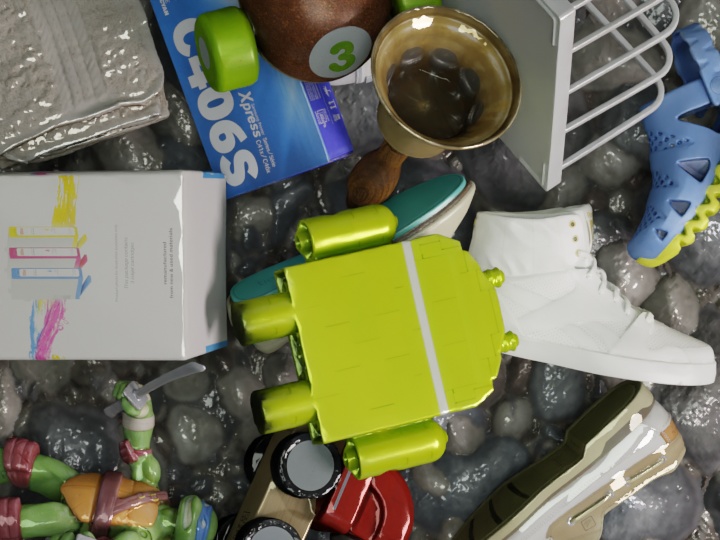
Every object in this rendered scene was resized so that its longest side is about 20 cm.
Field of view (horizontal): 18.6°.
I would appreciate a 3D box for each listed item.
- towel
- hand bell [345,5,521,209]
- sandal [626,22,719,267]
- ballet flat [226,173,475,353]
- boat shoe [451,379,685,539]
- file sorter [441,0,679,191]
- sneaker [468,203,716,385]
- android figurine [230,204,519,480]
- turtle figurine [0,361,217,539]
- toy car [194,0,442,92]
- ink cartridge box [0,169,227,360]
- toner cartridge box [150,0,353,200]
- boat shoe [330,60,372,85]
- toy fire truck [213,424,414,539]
[{"bbox_3d":[-0.219,-0.174,1.518,0.132,0.035,0.201,-20,72,-8],"label":"towel"},{"bbox_3d":[0.025,-0.086,1.500,0.103,0.200,0.105,8,64,-17],"label":"hand bell"},{"bbox_3d":[0.235,-0.097,1.576,0.087,0.079,0.201,28,78,-4],"label":"sandal"},{"bbox_3d":[0.000,0.000,1.569,0.199,0.069,0.070,-26,94,-2],"label":"ballet flat"},{"bbox_3d":[0.147,0.169,1.575,0.200,0.075,0.068,-41,104,7],"label":"boat shoe"},{"bbox_3d":[0.136,-0.183,1.481,0.124,0.200,0.139,-31,63,-15],"label":"file sorter"},{"bbox_3d":[0.169,0.013,1.573,0.199,0.074,0.116,12,94,-4],"label":"sneaker"},{"bbox_3d":[0.014,0.046,1.501,0.199,0.041,0.183,-14,88,-19],"label":"android figurine"},{"bbox_3d":[-0.196,0.136,1.502,0.192,0.200,0.145,4,76,3],"label":"turtle figurine"},{"bbox_3d":[-0.020,-0.207,1.406,0.163,0.200,0.159,-16,92,-15],"label":"toy car"},{"bbox_3d":[-0.201,-0.005,1.498,0.198,0.129,0.126,-1,92,10],"label":"ink cartridge box"},{"bbox_3d":[-0.084,-0.159,1.539,0.095,0.043,0.201,-19,94,28],"label":"toner cartridge box"},{"bbox_3d":[-0.031,-0.230,1.554,0.068,0.072,0.201,-10,102,-6],"label":"boat shoe"},{"bbox_3d":[-0.001,0.221,1.536,0.199,0.129,0.177,27,77,-15],"label":"toy fire truck"}]
